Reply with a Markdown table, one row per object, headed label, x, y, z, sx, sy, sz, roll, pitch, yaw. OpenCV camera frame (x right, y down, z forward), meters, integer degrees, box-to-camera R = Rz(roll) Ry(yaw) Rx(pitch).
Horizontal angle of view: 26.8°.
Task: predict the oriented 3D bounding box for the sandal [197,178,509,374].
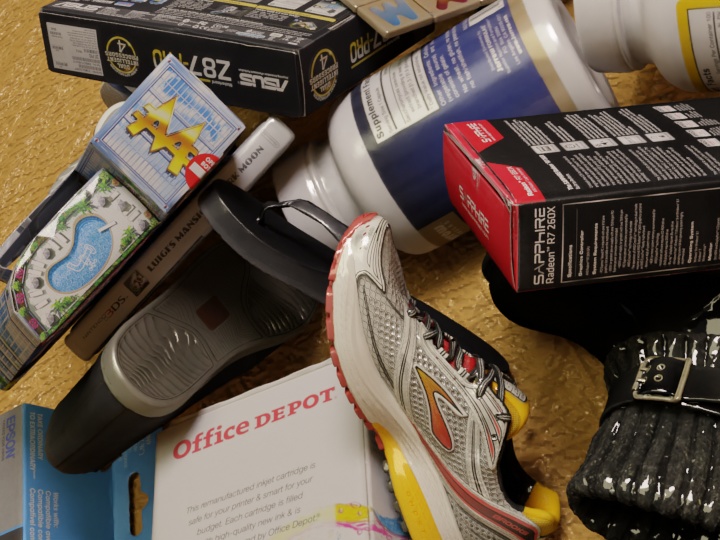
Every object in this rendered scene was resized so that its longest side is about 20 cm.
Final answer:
| label | x | y | z | sx | sy | sz | roll | pitch | yaw |
| --- | --- | --- | --- | --- | --- | --- | --- | --- | --- |
| sandal | 0.000 | 0.000 | 0.860 | 0.043 | 0.200 | 0.076 | -59 | 3 | 13 |

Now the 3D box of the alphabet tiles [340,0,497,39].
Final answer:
| label | x | y | z | sx | sy | sz | roll | pitch | yaw |
| --- | --- | --- | --- | --- | --- | --- | --- | --- | --- |
| alphabet tiles | 0.055 | -0.216 | 0.962 | 0.199 | 0.008 | 0.167 | -23 | 46 | -23 |

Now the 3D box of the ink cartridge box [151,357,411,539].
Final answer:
| label | x | y | z | sx | sy | sz | roll | pitch | yaw |
| --- | --- | --- | --- | --- | --- | --- | --- | --- | --- |
| ink cartridge box | -0.035 | 0.166 | 0.822 | 0.147 | 0.086 | 0.201 | -22 | 48 | 24 |

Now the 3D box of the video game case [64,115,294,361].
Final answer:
| label | x | y | z | sx | sy | sz | roll | pitch | yaw |
| --- | --- | --- | --- | --- | --- | --- | --- | --- | --- |
| video game case | -0.114 | -0.024 | 0.978 | 0.182 | 0.023 | 0.200 | -48 | 6 | -1 |

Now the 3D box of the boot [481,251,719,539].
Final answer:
| label | x | y | z | sx | sy | sz | roll | pitch | yaw |
| --- | --- | --- | --- | --- | --- | --- | --- | --- | --- |
| boot | 0.132 | 0.059 | 0.778 | 0.210 | 0.079 | 0.158 | 7 | 64 | 39 |

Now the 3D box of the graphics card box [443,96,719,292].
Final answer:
| label | x | y | z | sx | sy | sz | roll | pitch | yaw |
| --- | --- | --- | --- | --- | --- | --- | --- | --- | --- |
| graphics card box | 0.153 | -0.044 | 0.763 | 0.199 | 0.051 | 0.126 | -8 | 24 | -10 |

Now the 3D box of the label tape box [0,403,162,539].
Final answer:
| label | x | y | z | sx | sy | sz | roll | pitch | yaw |
| --- | --- | --- | --- | --- | --- | --- | --- | --- | --- |
| label tape box | -0.223 | 0.167 | 0.975 | 0.199 | 0.063 | 0.145 | -27 | 48 | 19 |

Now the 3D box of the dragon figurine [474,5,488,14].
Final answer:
| label | x | y | z | sx | sy | sz | roll | pitch | yaw |
| --- | --- | --- | --- | --- | --- | --- | --- | --- | --- |
| dragon figurine | 0.045 | -0.217 | 1.025 | 0.199 | 0.099 | 0.059 | -16 | 52 | 27 |

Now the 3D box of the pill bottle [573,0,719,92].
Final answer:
| label | x | y | z | sx | sy | sz | roll | pitch | yaw |
| --- | --- | --- | --- | --- | --- | --- | --- | --- | --- |
| pill bottle | 0.223 | -0.155 | 0.823 | 0.199 | 0.113 | 0.113 | 1 | 60 | 26 |

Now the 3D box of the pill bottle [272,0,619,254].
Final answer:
| label | x | y | z | sx | sy | sz | roll | pitch | yaw |
| --- | --- | --- | --- | --- | --- | --- | --- | --- | --- |
| pill bottle | 0.050 | -0.078 | 0.915 | 0.199 | 0.111 | 0.111 | -29 | 47 | 17 |

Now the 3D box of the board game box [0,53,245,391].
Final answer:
| label | x | y | z | sx | sy | sz | roll | pitch | yaw |
| --- | --- | --- | --- | --- | --- | --- | --- | --- | --- |
| board game box | -0.147 | -0.037 | 0.882 | 0.200 | 0.062 | 0.200 | -49 | 5 | -26 |

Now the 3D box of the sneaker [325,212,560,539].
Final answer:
| label | x | y | z | sx | sy | sz | roll | pitch | yaw |
| --- | --- | --- | --- | --- | --- | --- | --- | --- | --- |
| sneaker | 0.044 | 0.060 | 0.787 | 0.082 | 0.201 | 0.078 | -20 | 13 | 19 |

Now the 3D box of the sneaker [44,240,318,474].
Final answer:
| label | x | y | z | sx | sy | sz | roll | pitch | yaw |
| --- | --- | --- | --- | --- | --- | --- | --- | --- | --- |
| sneaker | -0.113 | 0.048 | 0.933 | 0.106 | 0.075 | 0.200 | -40 | -5 | 38 |

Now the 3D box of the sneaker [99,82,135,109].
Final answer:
| label | x | y | z | sx | sy | sz | roll | pitch | yaw |
| --- | --- | --- | --- | --- | --- | --- | --- | --- | --- |
| sneaker | -0.106 | -0.190 | 1.133 | 0.199 | 0.081 | 0.116 | -13 | 55 | 31 |

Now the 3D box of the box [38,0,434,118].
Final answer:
| label | x | y | z | sx | sy | sz | roll | pitch | yaw |
| --- | --- | --- | --- | --- | --- | --- | --- | --- | --- |
| box | -0.077 | -0.159 | 0.962 | 0.199 | 0.049 | 0.161 | 12 | 34 | 28 |

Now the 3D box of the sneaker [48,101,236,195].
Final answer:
| label | x | y | z | sx | sy | sz | roll | pitch | yaw |
| --- | --- | --- | --- | --- | --- | --- | --- | --- | --- |
| sneaker | -0.146 | -0.064 | 1.059 | 0.115 | 0.075 | 0.200 | -15 | 40 | 25 |
